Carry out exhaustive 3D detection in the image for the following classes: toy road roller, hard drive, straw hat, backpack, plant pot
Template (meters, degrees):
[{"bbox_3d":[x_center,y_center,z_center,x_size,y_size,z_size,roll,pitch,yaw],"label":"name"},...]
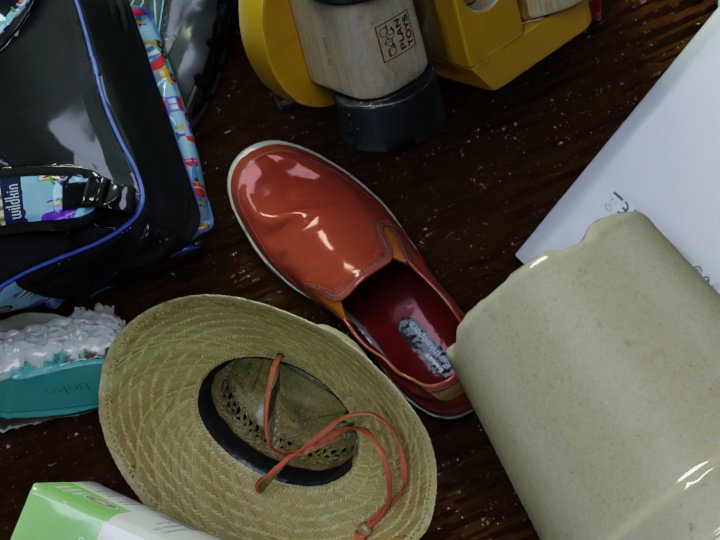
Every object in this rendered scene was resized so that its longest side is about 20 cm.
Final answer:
[{"bbox_3d":[0.018,-0.165,1.585,0.199,0.124,0.146,-33,34,-27],"label":"toy road roller"},{"bbox_3d":[0.199,-0.043,1.635,0.132,0.027,0.200,42,101,12],"label":"hard drive"},{"bbox_3d":[-0.038,0.073,1.619,0.200,0.202,0.085,23,40,9],"label":"straw hat"},{"bbox_3d":[-0.204,-0.056,1.615,0.199,0.134,0.184,-26,74,17],"label":"backpack"},{"bbox_3d":[0.147,0.079,1.552,0.200,0.201,0.184,-34,76,-4],"label":"plant pot"}]

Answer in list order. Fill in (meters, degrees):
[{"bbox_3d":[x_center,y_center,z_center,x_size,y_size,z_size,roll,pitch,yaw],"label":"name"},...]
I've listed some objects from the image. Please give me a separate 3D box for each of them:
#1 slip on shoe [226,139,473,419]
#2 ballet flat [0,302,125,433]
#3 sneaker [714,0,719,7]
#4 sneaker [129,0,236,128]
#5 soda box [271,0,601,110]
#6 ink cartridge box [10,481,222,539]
[{"bbox_3d":[0.000,0.000,1.651,0.074,0.061,0.200,-41,76,-4],"label":"slip on shoe"},{"bbox_3d":[-0.221,0.061,1.658,0.199,0.072,0.072,-10,76,0],"label":"ballet flat"},{"bbox_3d":[0.286,-0.199,1.669,0.200,0.076,0.116,-34,79,-2],"label":"sneaker"},{"bbox_3d":[-0.100,-0.183,1.694,0.079,0.075,0.201,19,78,10],"label":"sneaker"},{"bbox_3d":[0.037,-0.154,1.679,0.199,0.070,0.064,-16,77,0],"label":"soda box"},{"bbox_3d":[-0.086,0.189,1.564,0.199,0.145,0.084,23,89,9],"label":"ink cartridge box"}]
